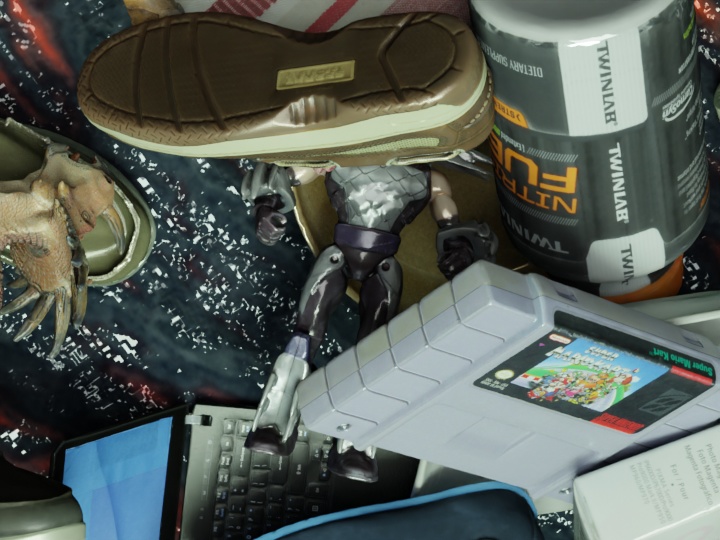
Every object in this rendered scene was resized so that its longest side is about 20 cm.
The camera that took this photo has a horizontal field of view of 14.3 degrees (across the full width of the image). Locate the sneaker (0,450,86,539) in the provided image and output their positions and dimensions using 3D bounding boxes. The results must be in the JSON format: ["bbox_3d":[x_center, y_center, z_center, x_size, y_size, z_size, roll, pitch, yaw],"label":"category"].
[{"bbox_3d":[-0.214,0.078,1.411,0.075,0.200,0.106,-6,102,-51],"label":"sneaker"}]

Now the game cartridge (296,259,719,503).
[{"bbox_3d":[0.083,0.058,1.372,0.130,0.038,0.200,-31,146,35],"label":"game cartridge"}]

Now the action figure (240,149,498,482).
[{"bbox_3d":[0.000,0.000,1.428,0.130,0.069,0.200,13,92,9],"label":"action figure"}]

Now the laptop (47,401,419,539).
[{"bbox_3d":[-0.068,0.167,1.486,0.200,0.103,0.178,6,104,-7],"label":"laptop"}]

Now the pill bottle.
[{"bbox_3d":[0.115,-0.067,1.389,0.106,0.106,0.200,-14,131,-3],"label":"pill bottle"}]

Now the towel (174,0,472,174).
[{"bbox_3d":[-0.033,-0.166,1.412,0.144,0.023,0.200,-43,80,2],"label":"towel"}]

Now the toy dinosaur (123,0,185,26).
[{"bbox_3d":[-0.121,-0.204,1.380,0.106,0.060,0.200,-28,86,1],"label":"toy dinosaur"}]

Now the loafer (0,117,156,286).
[{"bbox_3d":[-0.196,-0.046,1.435,0.200,0.070,0.075,26,100,-12],"label":"loafer"}]

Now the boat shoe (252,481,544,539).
[{"bbox_3d":[0.004,0.161,1.455,0.200,0.069,0.084,-18,148,-11],"label":"boat shoe"}]

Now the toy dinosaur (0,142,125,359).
[{"bbox_3d":[-0.200,0.021,1.370,0.135,0.086,0.200,30,93,-25],"label":"toy dinosaur"}]

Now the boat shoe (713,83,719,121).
[{"bbox_3d":[0.275,-0.123,1.473,0.200,0.075,0.062,-38,110,9],"label":"boat shoe"}]

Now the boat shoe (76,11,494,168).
[{"bbox_3d":[-0.033,-0.074,1.354,0.202,0.075,0.075,2,63,22],"label":"boat shoe"}]

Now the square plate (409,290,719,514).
[{"bbox_3d":[0.124,0.067,1.464,0.198,0.200,0.028,-9,60,-9],"label":"square plate"}]

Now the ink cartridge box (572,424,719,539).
[{"bbox_3d":[0.207,0.112,1.478,0.200,0.163,0.057,-17,70,-1],"label":"ink cartridge box"}]

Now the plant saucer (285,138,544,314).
[{"bbox_3d":[0.060,-0.064,1.479,0.200,0.035,0.200,-1,104,-6],"label":"plant saucer"}]
